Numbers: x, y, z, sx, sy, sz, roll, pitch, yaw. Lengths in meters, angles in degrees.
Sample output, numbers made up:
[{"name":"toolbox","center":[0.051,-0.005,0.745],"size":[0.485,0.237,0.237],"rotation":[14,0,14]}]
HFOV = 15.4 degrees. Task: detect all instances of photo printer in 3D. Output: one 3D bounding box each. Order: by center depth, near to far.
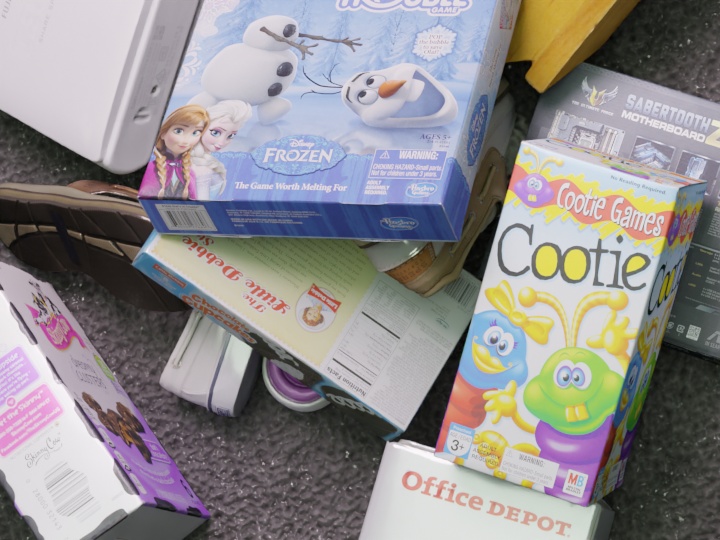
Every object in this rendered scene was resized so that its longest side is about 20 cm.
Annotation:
[{"name":"photo printer","center":[-0.202,-0.178,1.761],"size":[0.200,0.069,0.167],"rotation":[30,110,30]}]

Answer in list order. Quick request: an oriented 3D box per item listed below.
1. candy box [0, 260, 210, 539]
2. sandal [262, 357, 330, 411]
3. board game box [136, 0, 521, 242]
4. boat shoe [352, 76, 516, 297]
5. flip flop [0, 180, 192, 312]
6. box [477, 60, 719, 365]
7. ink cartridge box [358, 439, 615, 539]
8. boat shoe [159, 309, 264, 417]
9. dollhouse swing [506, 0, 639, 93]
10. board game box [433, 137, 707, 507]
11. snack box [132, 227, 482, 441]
[{"name":"candy box","center":[-0.197,0.094,1.705],"size":[0.071,0.168,0.200],"rotation":[-37,77,4]},{"name":"sandal","center":[0.007,0.003,1.736],"size":[0.082,0.050,0.203],"rotation":[29,87,12]},{"name":"board game box","center":[-0.016,-0.111,1.630],"size":[0.200,0.043,0.199],"rotation":[2,55,21]},{"name":"boat shoe","center":[0.056,-0.052,1.684],"size":[0.075,0.200,0.068],"rotation":[-28,106,39]},{"name":"flip flop","center":[-0.166,-0.027,1.750],"size":[0.200,0.081,0.058],"rotation":[13,41,41]},{"name":"box","center":[0.193,-0.035,1.703],"size":[0.200,0.051,0.158],"rotation":[18,86,14]},{"name":"ink cartridge box","center":[0.064,0.221,1.676],"size":[0.146,0.083,0.200],"rotation":[16,86,14]},{"name":"boat shoe","center":[-0.079,-0.007,1.749],"size":[0.066,0.072,0.200],"rotation":[18,94,9]},{"name":"dollhouse swing","center":[0.125,-0.256,1.726],"size":[0.200,0.176,0.182],"rotation":[44,120,9]},{"name":"board game box","center":[0.130,0.029,1.629],"size":[0.105,0.103,0.200],"rotation":[17,98,15]},{"name":"snack box","center":[-0.030,0.004,1.677],"size":[0.200,0.037,0.116],"rotation":[35,67,-7]}]
